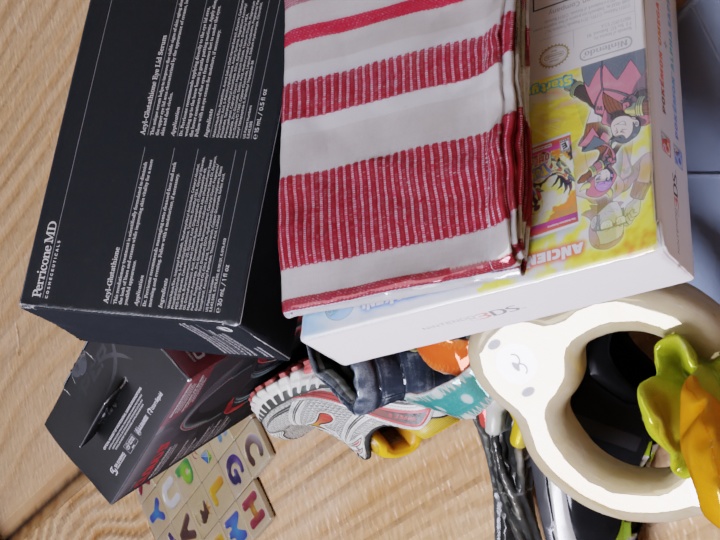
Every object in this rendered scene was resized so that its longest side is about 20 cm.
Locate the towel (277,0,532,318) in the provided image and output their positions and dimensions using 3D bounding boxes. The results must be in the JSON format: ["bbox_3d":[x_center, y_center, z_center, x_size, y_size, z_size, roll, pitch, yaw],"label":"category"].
[{"bbox_3d":[0.017,-0.085,0.840,0.143,0.023,0.202,-11,69,34],"label":"towel"}]

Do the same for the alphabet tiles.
[{"bbox_3d":[-0.127,0.148,1.329,0.200,0.006,0.167,-52,57,45],"label":"alphabet tiles"}]

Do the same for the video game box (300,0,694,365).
[{"bbox_3d":[0.063,-0.062,0.852,0.199,0.047,0.184,-15,58,32],"label":"video game box"}]

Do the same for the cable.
[{"bbox_3d":[0.079,0.113,1.007,0.097,0.050,0.202,21,112,52],"label":"cable"}]

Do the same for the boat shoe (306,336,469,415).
[{"bbox_3d":[0.000,0.000,0.990,0.201,0.090,0.071,-123,28,-46],"label":"boat shoe"}]

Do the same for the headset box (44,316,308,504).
[{"bbox_3d":[-0.104,0.053,1.107,0.075,0.199,0.149,47,134,12],"label":"headset box"}]

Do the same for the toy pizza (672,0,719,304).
[{"bbox_3d":[0.206,-0.047,0.815,0.199,0.031,0.202,17,112,50],"label":"toy pizza"}]

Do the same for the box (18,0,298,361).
[{"bbox_3d":[-0.096,-0.060,0.974,0.140,0.079,0.202,5,74,21],"label":"box"}]

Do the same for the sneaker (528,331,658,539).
[{"bbox_3d":[0.134,0.091,0.911,0.082,0.072,0.202,-10,107,20],"label":"sneaker"}]

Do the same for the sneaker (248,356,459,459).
[{"bbox_3d":[-0.006,0.087,1.094,0.200,0.077,0.083,-26,89,60],"label":"sneaker"}]

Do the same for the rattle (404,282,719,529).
[{"bbox_3d":[0.088,0.072,0.816,0.198,0.143,0.131,15,129,15],"label":"rattle"}]
